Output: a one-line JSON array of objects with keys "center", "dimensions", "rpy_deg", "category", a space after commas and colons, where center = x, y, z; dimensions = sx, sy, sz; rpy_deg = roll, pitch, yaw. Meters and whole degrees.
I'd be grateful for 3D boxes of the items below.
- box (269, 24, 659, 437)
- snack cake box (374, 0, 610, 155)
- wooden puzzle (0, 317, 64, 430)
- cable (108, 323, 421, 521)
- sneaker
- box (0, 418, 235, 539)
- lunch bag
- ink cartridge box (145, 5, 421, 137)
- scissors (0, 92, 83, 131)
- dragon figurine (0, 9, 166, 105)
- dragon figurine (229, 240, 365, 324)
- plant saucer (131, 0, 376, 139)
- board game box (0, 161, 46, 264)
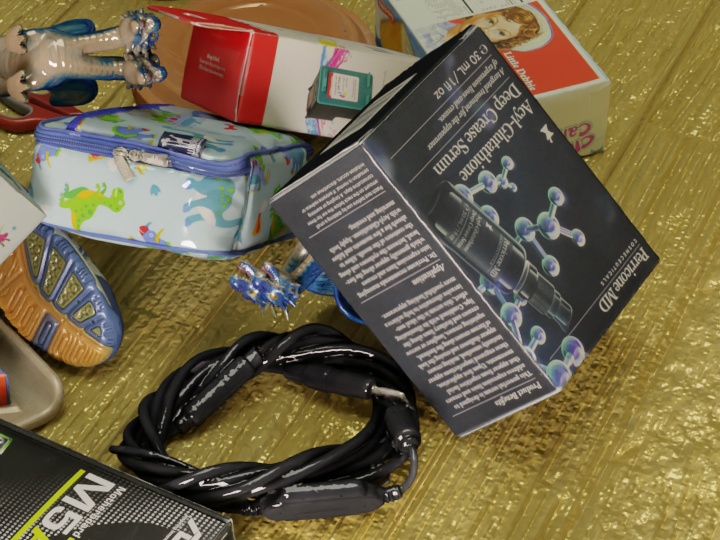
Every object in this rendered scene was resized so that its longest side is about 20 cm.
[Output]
[{"center": [0.068, -0.024, 1.325], "dimensions": [0.107, 0.200, 0.149], "rpy_deg": [-29, 14, 48], "category": "box"}, {"center": [0.098, -0.159, 1.596], "dimensions": [0.114, 0.068, 0.201], "rpy_deg": [-13, 41, -15], "category": "snack cake box"}, {"center": [-0.322, 0.071, 1.364], "dimensions": [0.199, 0.047, 0.185], "rpy_deg": [-28, 46, -27], "category": "wooden puzzle"}, {"center": [-0.061, 0.093, 1.319], "dimensions": [0.198, 0.051, 0.164], "rpy_deg": [-6, 40, -2], "category": "cable"}, {"center": [-0.219, -0.013, 1.435], "dimensions": [0.200, 0.076, 0.088], "rpy_deg": [44, 20, 22], "category": "sneaker"}, {"center": [-0.204, 0.189, 1.216], "dimensions": [0.192, 0.048, 0.200], "rpy_deg": [19, 45, 28], "category": "box"}, {"center": [-0.131, -0.065, 1.426], "dimensions": [0.159, 0.083, 0.200], "rpy_deg": [11, 11, 17], "category": "lunch bag"}, {"center": [-0.052, -0.139, 1.496], "dimensions": [0.198, 0.068, 0.116], "rpy_deg": [8, 9, -26], "category": "ink cartridge box"}, {"center": [-0.220, -0.107, 1.599], "dimensions": [0.073, 0.014, 0.199], "rpy_deg": [-32, 49, -33], "category": "scissors"}, {"center": [-0.217, -0.143, 1.436], "dimensions": [0.099, 0.059, 0.199], "rpy_deg": [-6, 3, -42], "category": "dragon figurine"}, {"center": [0.000, 0.000, 1.405], "dimensions": [0.199, 0.100, 0.059], "rpy_deg": [17, 7, -43], "category": "dragon figurine"}, {"center": [-0.085, -0.168, 1.646], "dimensions": [0.198, 0.033, 0.201], "rpy_deg": [-2, 40, 2], "category": "plant saucer"}, {"center": [-0.316, -0.046, 1.380], "dimensions": [0.148, 0.064, 0.200], "rpy_deg": [-46, 45, 0], "category": "board game box"}]
